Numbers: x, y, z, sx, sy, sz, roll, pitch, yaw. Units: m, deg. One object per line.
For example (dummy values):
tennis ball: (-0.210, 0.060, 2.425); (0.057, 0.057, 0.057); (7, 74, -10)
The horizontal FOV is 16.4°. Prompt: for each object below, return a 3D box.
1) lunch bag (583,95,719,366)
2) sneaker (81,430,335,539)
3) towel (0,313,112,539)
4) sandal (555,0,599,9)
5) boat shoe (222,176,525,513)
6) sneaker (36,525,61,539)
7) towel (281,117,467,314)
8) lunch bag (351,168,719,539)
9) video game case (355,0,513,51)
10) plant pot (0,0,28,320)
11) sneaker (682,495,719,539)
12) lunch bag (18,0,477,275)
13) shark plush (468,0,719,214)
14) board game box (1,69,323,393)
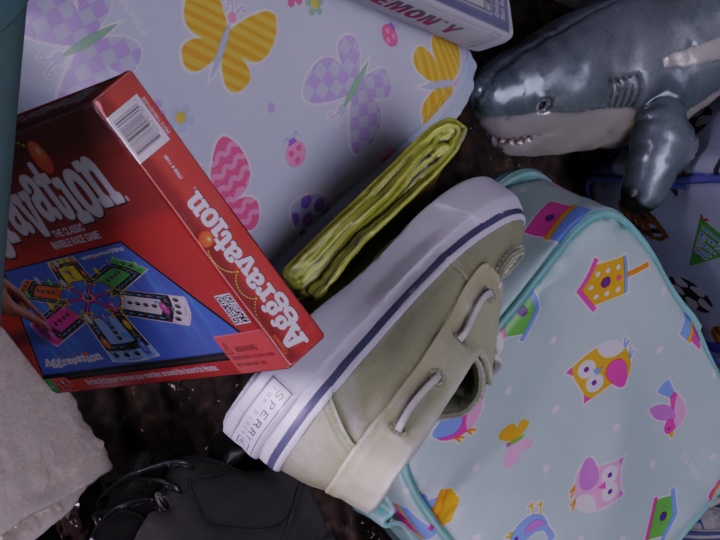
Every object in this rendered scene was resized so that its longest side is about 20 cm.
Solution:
lunch bag: (0.200, -0.006, 1.058); (0.076, 0.200, 0.160); (-48, 118, -21)
sneaker: (-0.079, 0.117, 0.934); (0.200, 0.076, 0.091); (-29, 101, -59)
towel: (-0.183, 0.025, 0.907); (0.133, 0.034, 0.200); (-35, 99, -44)
sandal: (0.088, -0.199, 1.009); (0.050, 0.082, 0.203); (-39, 146, -34)
boat shoe: (0.018, 0.028, 0.901); (0.062, 0.072, 0.200); (41, 36, 4)
sneaker: (-0.158, 0.123, 0.957); (0.200, 0.074, 0.087); (29, 106, -36)
towel: (0.000, 0.000, 0.966); (0.086, 0.200, 0.018); (-44, 83, -12)
lunch bag: (0.068, 0.063, 1.053); (0.160, 0.077, 0.200); (-46, 134, -11)
video game case: (-0.010, -0.195, 0.913); (0.182, 0.023, 0.200); (15, 65, -53)
plant pot: (-0.184, -0.050, 0.749); (0.200, 0.200, 0.196); (-14, 128, -25)
sneaker: (0.195, 0.135, 1.155); (0.200, 0.088, 0.075); (-31, 116, -17)
lunch bag: (-0.063, -0.089, 0.936); (0.200, 0.127, 0.170); (-43, 117, -23)
shark plush: (0.135, -0.107, 1.015); (0.200, 0.091, 0.083); (-33, 134, 2)
board game box: (-0.091, -0.007, 0.840); (0.019, 0.200, 0.103); (-41, 104, -25)
